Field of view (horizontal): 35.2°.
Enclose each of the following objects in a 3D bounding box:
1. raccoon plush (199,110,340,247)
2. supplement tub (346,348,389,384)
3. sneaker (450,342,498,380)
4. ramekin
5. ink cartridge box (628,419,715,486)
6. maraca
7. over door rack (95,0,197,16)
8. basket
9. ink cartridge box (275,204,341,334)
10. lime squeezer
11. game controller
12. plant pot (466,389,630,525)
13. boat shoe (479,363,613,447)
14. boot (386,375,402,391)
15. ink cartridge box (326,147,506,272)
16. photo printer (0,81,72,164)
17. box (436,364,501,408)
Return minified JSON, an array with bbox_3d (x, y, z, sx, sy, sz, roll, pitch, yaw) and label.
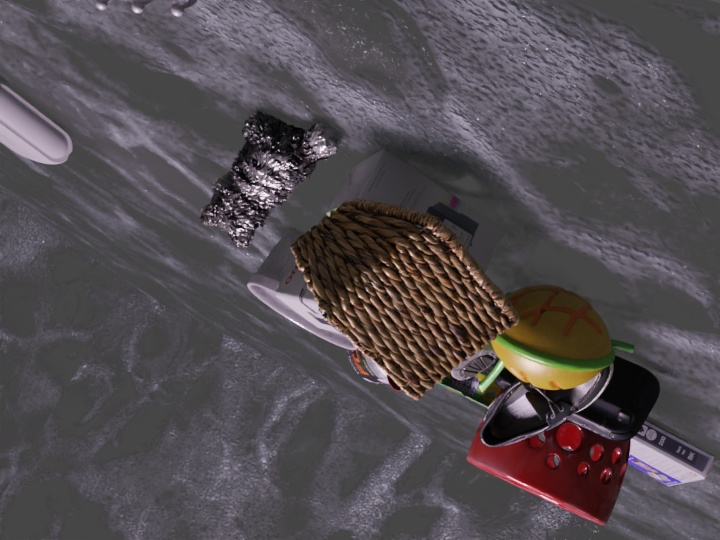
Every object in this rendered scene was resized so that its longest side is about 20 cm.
[{"bbox_3d":[-0.108,-0.099,1.240,0.096,0.135,0.200,33,168,-11],"label":"raccoon plush"},{"bbox_3d":[0.047,0.122,1.827,0.122,0.124,0.200,32,168,-10],"label":"supplement tub"},{"bbox_3d":[0.096,0.065,1.347,0.100,0.077,0.200,59,-173,27],"label":"sneaker"},{"bbox_3d":[-0.066,0.028,1.755,0.198,0.106,0.200,29,168,7],"label":"ramekin"},{"bbox_3d":[0.406,0.254,1.692,0.198,0.044,0.198,27,168,6],"label":"ink cartridge box"},{"bbox_3d":[0.197,0.065,1.257,0.135,0.108,0.200,3,-161,-27],"label":"maraca"},{"bbox_3d":[-0.251,-0.287,0.972,0.147,0.067,0.200,18,163,44],"label":"over door rack"},{"bbox_3d":[0.045,0.006,1.154,0.200,0.148,0.143,44,-167,-42],"label":"basket"},{"bbox_3d":[0.000,0.000,1.358,0.084,0.145,0.199,39,167,-25],"label":"ink cartridge box"},{"bbox_3d":[0.217,0.093,1.338,0.198,0.038,0.071,-18,99,25],"label":"lime squeezer"},{"bbox_3d":[0.261,0.132,1.385,0.198,0.104,0.042,24,144,29],"label":"game controller"},{"bbox_3d":[0.262,0.209,1.478,0.198,0.184,0.200,26,175,3],"label":"plant pot"},{"bbox_3d":[0.209,0.152,1.323,0.199,0.066,0.075,-33,90,41],"label":"boat shoe"},{"bbox_3d":[0.092,0.119,1.650,0.072,0.146,0.200,21,167,28],"label":"boot"},{"bbox_3d":[0.074,-0.040,1.208,0.199,0.068,0.117,34,167,-13],"label":"ink cartridge box"},{"bbox_3d":[-0.601,-0.257,1.959,0.165,0.070,0.200,19,165,42],"label":"photo printer"},{"bbox_3d":[0.196,0.165,1.651,0.116,0.049,0.199,24,-167,26],"label":"box"}]
